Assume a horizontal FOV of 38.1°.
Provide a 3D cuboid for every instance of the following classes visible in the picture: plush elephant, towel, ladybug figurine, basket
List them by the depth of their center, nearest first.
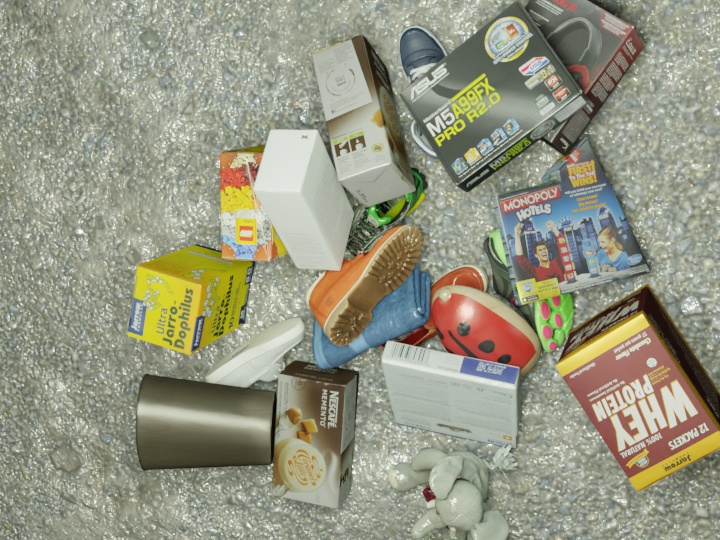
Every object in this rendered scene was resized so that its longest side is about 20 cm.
[{"bbox_3d":[0.172,0.095,1.476,0.200,0.072,0.135,40,147,-26],"label":"ladybug figurine"},{"bbox_3d":[0.135,0.340,1.528,0.200,0.155,0.165,-37,89,25],"label":"plush elephant"},{"bbox_3d":[0.012,0.068,1.540,0.199,0.112,0.049,-27,130,27],"label":"towel"},{"bbox_3d":[-0.232,0.238,1.605,0.198,0.137,0.181,2,144,0],"label":"basket"}]

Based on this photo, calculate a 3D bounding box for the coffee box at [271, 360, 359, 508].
[{"bbox_3d":[-0.069,0.253,1.624,0.113,0.080,0.202,8,103,16],"label":"coffee box"}]

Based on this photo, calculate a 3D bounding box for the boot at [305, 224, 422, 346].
[{"bbox_3d":[0.000,0.000,1.500,0.200,0.075,0.107,-49,44,4],"label":"boot"}]

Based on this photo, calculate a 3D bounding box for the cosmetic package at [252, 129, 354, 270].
[{"bbox_3d":[-0.074,-0.093,1.433,0.071,0.200,0.102,3,60,18],"label":"cosmetic package"}]

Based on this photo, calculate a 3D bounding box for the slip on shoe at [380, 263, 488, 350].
[{"bbox_3d":[0.106,0.063,1.543,0.199,0.061,0.074,-36,87,19],"label":"slip on shoe"}]

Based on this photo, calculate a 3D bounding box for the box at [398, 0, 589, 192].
[{"bbox_3d":[0.171,-0.224,1.355,0.199,0.044,0.161,-36,68,16],"label":"box"}]

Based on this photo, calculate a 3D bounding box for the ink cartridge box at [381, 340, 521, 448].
[{"bbox_3d":[0.137,0.183,1.524,0.195,0.201,0.044,10,60,15],"label":"ink cartridge box"}]

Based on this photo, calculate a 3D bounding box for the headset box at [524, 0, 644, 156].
[{"bbox_3d":[0.266,-0.279,1.386,0.148,0.075,0.201,40,99,26],"label":"headset box"}]

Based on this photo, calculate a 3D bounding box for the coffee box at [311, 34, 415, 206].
[{"bbox_3d":[0.005,-0.207,1.448,0.079,0.114,0.202,-17,70,14],"label":"coffee box"}]

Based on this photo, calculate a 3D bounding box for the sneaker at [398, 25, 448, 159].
[{"bbox_3d":[0.096,-0.248,1.461,0.070,0.108,0.201,-18,94,19],"label":"sneaker"}]

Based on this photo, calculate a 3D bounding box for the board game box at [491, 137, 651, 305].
[{"bbox_3d":[0.276,-0.070,1.426,0.198,0.062,0.202,-12,87,-15],"label":"board game box"}]

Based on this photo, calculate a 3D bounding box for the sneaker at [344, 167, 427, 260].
[{"bbox_3d":[0.013,-0.071,1.534,0.078,0.085,0.200,41,110,7],"label":"sneaker"}]

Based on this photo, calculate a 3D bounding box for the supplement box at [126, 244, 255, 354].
[{"bbox_3d":[-0.252,0.039,1.578,0.109,0.200,0.110,15,105,14],"label":"supplement box"}]

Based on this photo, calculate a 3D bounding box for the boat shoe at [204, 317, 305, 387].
[{"bbox_3d":[-0.156,0.145,1.640,0.199,0.072,0.069,-33,104,18],"label":"boat shoe"}]

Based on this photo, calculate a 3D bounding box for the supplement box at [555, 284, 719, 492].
[{"bbox_3d":[0.379,0.151,1.398,0.132,0.200,0.198,-34,89,20],"label":"supplement box"}]

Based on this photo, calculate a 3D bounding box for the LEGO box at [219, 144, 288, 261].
[{"bbox_3d":[-0.128,-0.104,1.512,0.077,0.200,0.150,4,101,17],"label":"LEGO box"}]

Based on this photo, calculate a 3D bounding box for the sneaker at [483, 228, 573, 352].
[{"bbox_3d":[0.240,0.024,1.495,0.077,0.084,0.201,-33,104,-22],"label":"sneaker"}]
